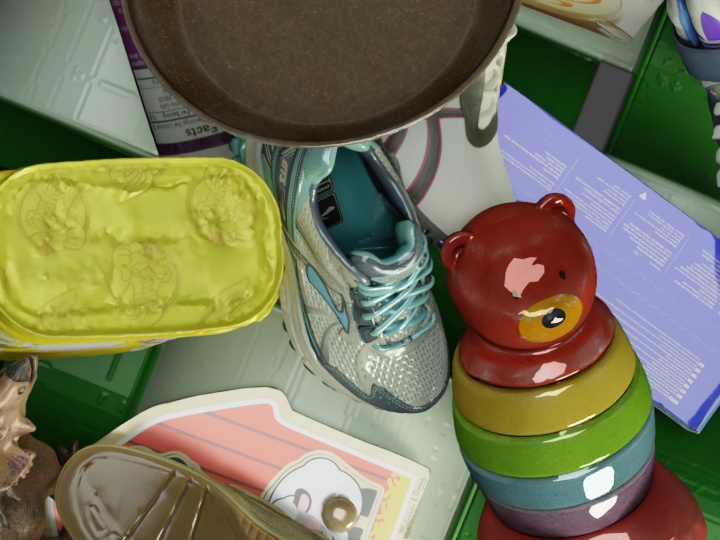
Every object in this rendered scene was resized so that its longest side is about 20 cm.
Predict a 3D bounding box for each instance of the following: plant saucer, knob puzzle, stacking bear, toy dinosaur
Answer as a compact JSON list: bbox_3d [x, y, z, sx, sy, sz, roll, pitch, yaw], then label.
[{"bbox_3d":[-0.017,-0.144,1.354,0.200,0.037,0.201,-2,66,6],"label":"plant saucer"},{"bbox_3d":[-0.082,0.157,1.507,0.219,0.030,0.220,0,91,-3],"label":"knob puzzle"},{"bbox_3d":[0.096,0.056,1.435,0.121,0.114,0.200,-18,122,-4],"label":"stacking bear"},{"bbox_3d":[-0.192,0.134,1.432,0.086,0.136,0.201,-3,103,9],"label":"toy dinosaur"}]

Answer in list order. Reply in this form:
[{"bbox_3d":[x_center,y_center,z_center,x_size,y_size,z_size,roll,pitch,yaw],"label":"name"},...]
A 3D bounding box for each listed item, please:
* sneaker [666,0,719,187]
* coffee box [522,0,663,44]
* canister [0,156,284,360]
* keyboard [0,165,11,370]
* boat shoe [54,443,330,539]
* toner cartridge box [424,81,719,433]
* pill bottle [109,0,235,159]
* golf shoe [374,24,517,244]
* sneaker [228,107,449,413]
[{"bbox_3d":[0.200,-0.089,1.445,0.080,0.146,0.201,-10,63,35],"label":"sneaker"},{"bbox_3d":[0.073,-0.202,1.464,0.199,0.114,0.080,20,75,-4],"label":"coffee box"},{"bbox_3d":[-0.137,-0.001,1.403,0.148,0.200,0.087,-3,85,-18],"label":"canister"},{"bbox_3d":[-0.244,0.032,1.501,0.104,0.040,0.201,20,88,-27],"label":"keyboard"},{"bbox_3d":[-0.073,0.148,1.451,0.200,0.065,0.071,31,94,-17],"label":"boat shoe"},{"bbox_3d":[0.128,-0.007,1.512,0.200,0.043,0.095,36,89,-3],"label":"toner cartridge box"},{"bbox_3d":[-0.065,-0.110,1.459,0.112,0.112,0.201,-18,101,-3],"label":"pill bottle"},{"bbox_3d":[0.043,-0.096,1.423,0.088,0.077,0.200,-18,107,30],"label":"golf shoe"},{"bbox_3d":[0.000,0.000,1.403,0.078,0.086,0.200,-38,122,-18],"label":"sneaker"}]
